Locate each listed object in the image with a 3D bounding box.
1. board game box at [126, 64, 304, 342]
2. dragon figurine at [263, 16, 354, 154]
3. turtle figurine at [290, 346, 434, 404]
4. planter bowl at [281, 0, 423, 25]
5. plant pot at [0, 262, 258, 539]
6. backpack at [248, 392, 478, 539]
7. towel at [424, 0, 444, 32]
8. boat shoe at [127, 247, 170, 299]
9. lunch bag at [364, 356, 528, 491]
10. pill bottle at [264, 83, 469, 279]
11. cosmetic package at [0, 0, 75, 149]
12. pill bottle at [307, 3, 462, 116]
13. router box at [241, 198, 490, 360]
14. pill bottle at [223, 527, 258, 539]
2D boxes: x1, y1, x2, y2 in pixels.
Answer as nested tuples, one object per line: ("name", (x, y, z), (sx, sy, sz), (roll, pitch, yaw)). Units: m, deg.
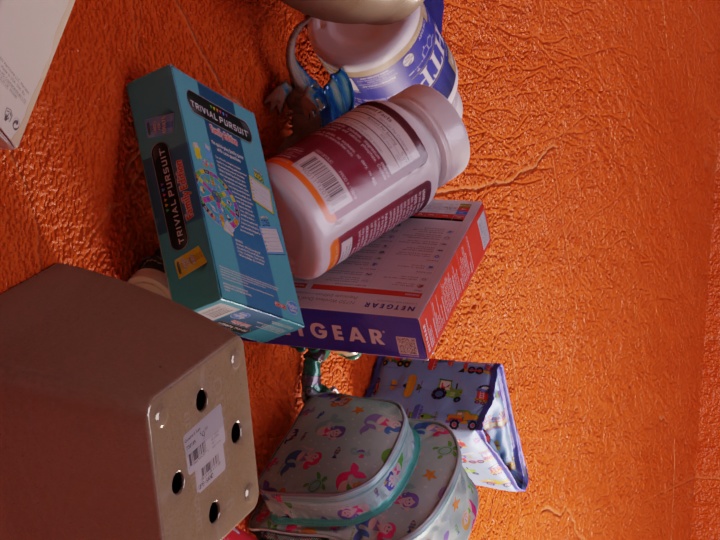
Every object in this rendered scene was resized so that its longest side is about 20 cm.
("board game box", (-0.119, -0.051, 1.313), (0.151, 0.046, 0.202), (25, 48, -64))
("dragon figurine", (-0.044, -0.162, 1.534), (0.100, 0.058, 0.202), (-50, 138, -53))
("turtle figurine", (-0.011, 0.072, 1.602), (0.149, 0.101, 0.200), (-37, 161, -3))
("planter bowl", (-0.037, -0.313, 1.403), (0.134, 0.199, 0.203), (-14, 108, -36))
("plant pot", (-0.182, 0.125, 1.127), (0.200, 0.175, 0.203), (-37, 127, -59))
("backpack", (0.009, 0.214, 1.524), (0.178, 0.198, 0.152), (-55, 142, -39))
("towel", (0.059, -0.341, 1.759), (0.148, 0.049, 0.203), (20, 74, -72))
("boat shoe", (-0.138, 0.065, 1.350), (0.061, 0.073, 0.202), (-55, 134, -41))
("lunch bag", (0.102, 0.194, 1.799), (0.201, 0.149, 0.095), (67, 36, -45))
("pill bottle", (-0.001, -0.087, 1.462), (0.199, 0.114, 0.115), (-33, 127, -29))
("cosmetic package", (-0.246, -0.184, 1.029), (0.073, 0.102, 0.202), (58, 43, -55))
("pill bottle", (0.034, -0.209, 1.628), (0.200, 0.118, 0.121), (50, 49, -57))
("router box", (0.000, 0.000, 1.488), (0.180, 0.198, 0.049), (-57, 143, -44))
("pill bottle", (-0.132, 0.265, 1.335), (0.200, 0.111, 0.114), (46, 52, -59))
